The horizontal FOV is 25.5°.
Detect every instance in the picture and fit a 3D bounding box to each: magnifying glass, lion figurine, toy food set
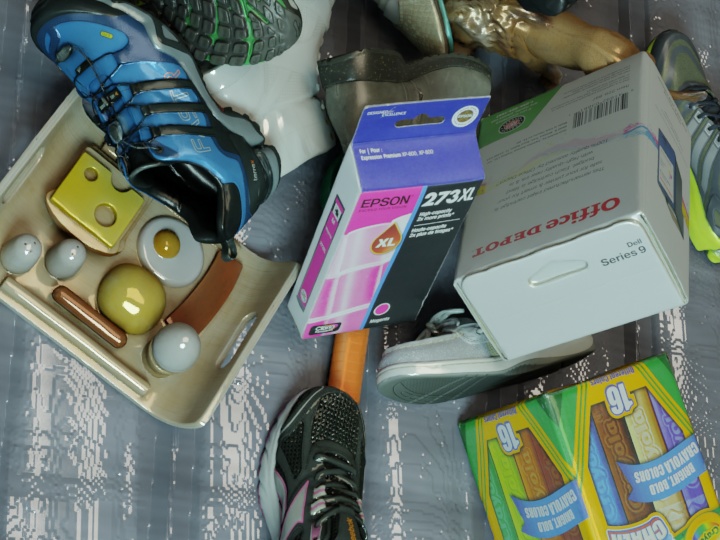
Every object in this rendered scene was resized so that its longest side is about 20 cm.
[{"bbox_3d":[0.000,0.000,1.167,0.079,0.022,0.202,18,65,-25],"label":"magnifying glass"},{"bbox_3d":[0.162,-0.173,1.235,0.122,0.198,0.073,27,81,-54],"label":"lion figurine"},{"bbox_3d":[-0.150,-0.009,1.057,0.200,0.060,0.144,40,60,-15],"label":"toy food set"}]

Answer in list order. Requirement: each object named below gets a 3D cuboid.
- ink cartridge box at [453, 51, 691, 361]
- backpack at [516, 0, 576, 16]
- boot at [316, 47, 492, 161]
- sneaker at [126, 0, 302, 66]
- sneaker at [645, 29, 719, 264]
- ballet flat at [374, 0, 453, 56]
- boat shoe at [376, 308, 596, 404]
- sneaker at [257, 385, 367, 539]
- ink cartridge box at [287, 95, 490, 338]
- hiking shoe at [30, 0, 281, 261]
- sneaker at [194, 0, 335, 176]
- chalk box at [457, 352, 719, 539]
[{"bbox_3d":[0.155,-0.047,1.139,0.088,0.144,0.201,55,29,-28],"label":"ink cartridge box"},{"bbox_3d":[0.112,-0.313,1.141,0.164,0.153,0.200,-50,129,-13],"label":"backpack"},{"bbox_3d":[0.037,-0.090,1.174,0.199,0.067,0.132,-8,89,-55],"label":"boot"},{"bbox_3d":[-0.106,-0.203,1.080,0.085,0.079,0.199,-21,44,-40],"label":"sneaker"},{"bbox_3d":[0.299,-0.111,1.336,0.073,0.081,0.202,-18,85,-33],"label":"sneaker"},{"bbox_3d":[0.018,-0.250,1.237,0.062,0.067,0.202,-14,78,-6],"label":"ballet flat"},{"bbox_3d":[0.089,0.052,1.173,0.200,0.074,0.065,-9,74,-36],"label":"boat shoe"},{"bbox_3d":[-0.021,0.174,1.061,0.080,0.086,0.202,16,67,-27],"label":"sneaker"},{"bbox_3d":[0.021,-0.033,1.063,0.094,0.201,0.037,-8,51,-26],"label":"ink cartridge box"},{"bbox_3d":[-0.137,-0.101,1.033,0.200,0.074,0.087,40,40,-12],"label":"hiking shoe"},{"bbox_3d":[-0.052,-0.143,1.158,0.116,0.073,0.201,61,41,-26],"label":"sneaker"},{"bbox_3d":[0.176,0.181,1.151,0.123,0.125,0.202,-13,81,-32],"label":"chalk box"}]
